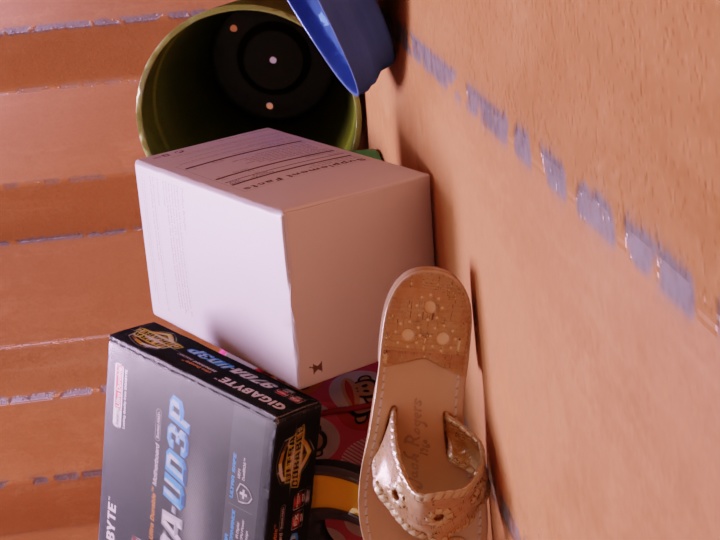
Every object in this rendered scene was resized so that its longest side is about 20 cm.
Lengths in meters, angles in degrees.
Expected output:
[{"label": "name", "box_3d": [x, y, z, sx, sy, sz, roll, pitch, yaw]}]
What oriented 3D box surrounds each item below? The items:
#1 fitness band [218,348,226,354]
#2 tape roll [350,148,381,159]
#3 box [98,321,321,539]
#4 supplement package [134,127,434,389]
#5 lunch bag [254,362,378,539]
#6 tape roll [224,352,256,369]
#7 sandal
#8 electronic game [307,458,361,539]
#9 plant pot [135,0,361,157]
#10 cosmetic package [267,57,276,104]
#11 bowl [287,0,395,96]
[{"label": "fitness band", "box_3d": [-0.044, 0.129, 1.358, 0.200, 0.037, 0.144, 41, 159, -2]}, {"label": "tape roll", "box_3d": [0.000, 0.000, 1.287, 0.200, 0.048, 0.202, 174, 90, -84]}, {"label": "box", "box_3d": [-0.106, 0.154, 1.026, 0.158, 0.046, 0.201, 22, 115, 35]}, {"label": "supplement package", "box_3d": [-0.052, -0.015, 1.055, 0.200, 0.119, 0.122, 22, 122, 52]}, {"label": "lunch bag", "box_3d": [-0.029, 0.162, 1.098, 0.082, 0.175, 0.201, -114, 20, -57]}, {"label": "tape roll", "box_3d": [-0.073, 0.144, 1.193, 0.203, 0.037, 0.204, -37, -47, -52]}, {"label": "sandal", "box_3d": [0.037, 0.108, 0.871, 0.070, 0.077, 0.214, -93, 3, -81]}, {"label": "electronic game", "box_3d": [-0.001, 0.219, 1.008, 0.042, 0.199, 0.202, -27, -62, -49]}, {"label": "plant pot", "box_3d": [-0.091, -0.171, 1.426, 0.193, 0.199, 0.202, -79, -14, -66]}, {"label": "cosmetic package", "box_3d": [-0.088, -0.289, 1.687, 0.107, 0.089, 0.202, -114, 16, -72]}, {"label": "bowl", "box_3d": [-0.037, -0.221, 1.093, 0.201, 0.039, 0.201, 59, 178, 4]}]
